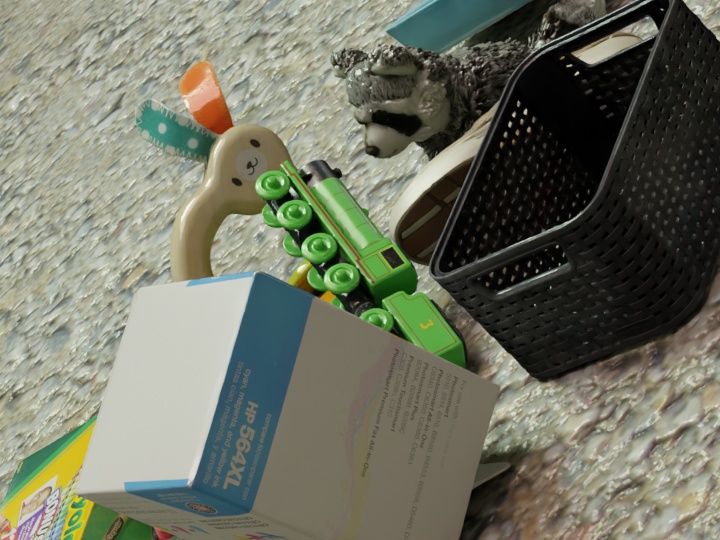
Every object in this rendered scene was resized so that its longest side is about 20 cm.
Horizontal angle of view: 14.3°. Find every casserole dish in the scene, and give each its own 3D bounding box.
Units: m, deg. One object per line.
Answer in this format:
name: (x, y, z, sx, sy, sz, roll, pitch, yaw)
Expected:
casserole dish: (0.098, -0.200, 1.990, 0.121, 0.039, 0.200, -37, 7, -33)

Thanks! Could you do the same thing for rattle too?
rattle: (-0.068, -0.044, 1.837, 0.130, 0.200, 0.143, -15, 0, -1)

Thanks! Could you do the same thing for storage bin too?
storage bin: (0.139, -0.050, 1.649, 0.135, 0.094, 0.200, -24, 32, 42)

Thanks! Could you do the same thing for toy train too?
toy train: (0.000, 0.000, 1.754, 0.056, 0.042, 0.200, -27, 54, -12)

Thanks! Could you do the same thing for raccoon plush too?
raccoon plush: (0.064, -0.141, 1.875, 0.097, 0.134, 0.200, -21, 33, 46)

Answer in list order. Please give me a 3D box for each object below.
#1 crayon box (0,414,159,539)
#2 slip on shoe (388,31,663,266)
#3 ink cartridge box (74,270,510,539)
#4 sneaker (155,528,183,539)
crayon box: (-0.191, 0.186, 1.869, 0.119, 0.058, 0.200, -31, 27, 33)
slip on shoe: (0.099, -0.079, 1.786, 0.200, 0.076, 0.061, -41, 30, 3)
ink cartridge box: (-0.029, 0.098, 1.582, 0.129, 0.200, 0.125, -9, 59, 55)
sneaker: (-0.090, 0.141, 1.782, 0.087, 0.074, 0.200, -62, 21, 2)
